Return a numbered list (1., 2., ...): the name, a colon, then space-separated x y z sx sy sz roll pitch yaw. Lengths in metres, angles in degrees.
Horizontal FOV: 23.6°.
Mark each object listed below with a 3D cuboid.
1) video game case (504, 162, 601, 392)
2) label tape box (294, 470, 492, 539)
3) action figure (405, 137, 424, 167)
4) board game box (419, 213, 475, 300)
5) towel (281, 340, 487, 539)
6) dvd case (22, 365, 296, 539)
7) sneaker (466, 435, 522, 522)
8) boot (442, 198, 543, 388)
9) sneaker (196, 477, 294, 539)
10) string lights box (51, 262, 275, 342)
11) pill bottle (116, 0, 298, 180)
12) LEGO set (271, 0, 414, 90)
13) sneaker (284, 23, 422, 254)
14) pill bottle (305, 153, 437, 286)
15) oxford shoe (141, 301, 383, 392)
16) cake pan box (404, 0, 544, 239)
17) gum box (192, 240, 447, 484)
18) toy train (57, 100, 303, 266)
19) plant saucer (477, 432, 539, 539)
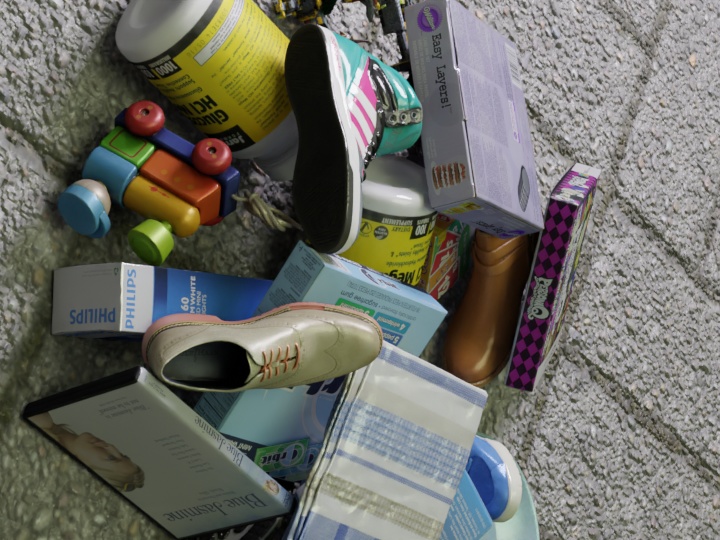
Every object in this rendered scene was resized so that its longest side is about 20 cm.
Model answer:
1. video game case: 0.198 0.004 1.772 0.181 0.035 0.202 -43 147 -70
2. label tape box: 0.009 0.232 1.529 0.200 0.066 0.144 -40 122 -21
3. action figure: 0.050 -0.089 1.715 0.201 0.069 0.131 -55 140 -23
4. board game box: 0.112 -0.046 1.765 0.200 0.030 0.096 -45 151 -45
5. towel: 0.022 0.168 1.470 0.146 0.024 0.202 25 80 -29
6. dvd case: -0.166 0.157 1.434 0.200 0.142 0.018 45 44 -31
7. sneaker: 0.063 0.168 1.640 0.110 0.200 0.077 6 122 -38
8. boot: 0.135 0.007 1.730 0.201 0.076 0.156 -57 160 -22
9. sneaker: -0.113 0.263 1.544 0.089 0.076 0.201 76 35 -53
10. string lights box: -0.155 0.033 1.485 0.199 0.102 0.060 8 82 -44
11. pill bottle: -0.112 -0.174 1.530 0.200 0.112 0.113 44 58 -31
12. LEGO set: -0.012 -0.196 1.614 0.116 0.152 0.202 -27 113 -60
13. sneaker: 0.000 -0.105 1.484 0.120 0.083 0.202 10 68 -42
14. pill bottle: 0.000 0.000 1.589 0.112 0.112 0.202 -12 125 -44
15. oxford shoe: -0.074 0.072 1.391 0.198 0.074 0.072 -6 110 -11
16. cake pan box: 0.107 -0.141 1.598 0.184 0.052 0.202 16 64 -66
17. gum box: -0.039 0.088 1.505 0.169 0.045 0.201 22 107 -46
18. toy train: -0.147 -0.047 1.446 0.116 0.199 0.085 -50 163 -34
19. plant saucer: 0.112 0.266 1.752 0.200 0.038 0.203 20 63 -46
